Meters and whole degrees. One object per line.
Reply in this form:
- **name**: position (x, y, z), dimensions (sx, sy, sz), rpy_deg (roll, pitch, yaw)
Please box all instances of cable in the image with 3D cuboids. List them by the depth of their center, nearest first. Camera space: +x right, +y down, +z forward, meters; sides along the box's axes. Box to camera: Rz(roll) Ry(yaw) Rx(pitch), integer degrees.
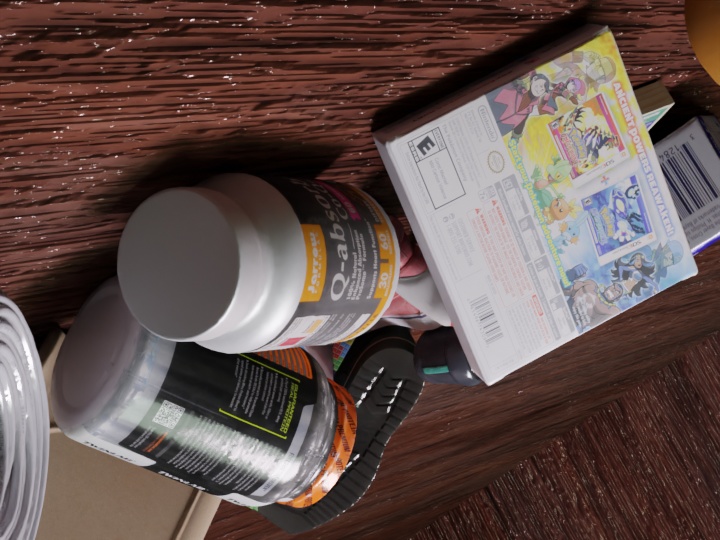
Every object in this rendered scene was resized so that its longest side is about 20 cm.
- **cable**: position (-0.241, 0.106, 0.965), dimensions (0.069, 0.201, 0.201), rpy_deg (0, -149, 5)

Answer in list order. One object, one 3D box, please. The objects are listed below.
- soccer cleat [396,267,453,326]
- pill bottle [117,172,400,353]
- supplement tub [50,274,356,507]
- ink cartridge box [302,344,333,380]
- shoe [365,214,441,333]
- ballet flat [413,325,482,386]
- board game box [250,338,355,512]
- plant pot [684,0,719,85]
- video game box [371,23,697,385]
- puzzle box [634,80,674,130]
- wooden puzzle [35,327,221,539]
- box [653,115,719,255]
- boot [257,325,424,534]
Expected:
- **soccer cleat**: position (0.090, -0.057, 1.234), dimensions (0.069, 0.085, 0.201), rpy_deg (11, 102, -87)
- **pill bottle**: position (-0.065, -0.005, 1.090), dimensions (0.116, 0.117, 0.200), rpy_deg (-36, 165, 24)
- **supplement tub**: position (-0.107, 0.091, 1.162), dimensions (0.199, 0.123, 0.122), rpy_deg (27, 130, -32)
- **ink cartridge box**: position (-0.122, 0.107, 1.368), dimensions (0.199, 0.067, 0.116), rpy_deg (-31, -164, 7)
- **shoe**: position (0.000, 0.000, 1.344), dimensions (0.072, 0.091, 0.200), rpy_deg (-55, -156, -21)
- **ballet flat**: position (0.088, 0.047, 1.361), dimensions (0.073, 0.073, 0.200), rpy_deg (-36, -177, 24)
- **board game box**: position (-0.052, 0.134, 1.546), dimensions (0.166, 0.056, 0.200), rpy_deg (-63, 178, -22)
- **plant pot**: position (0.311, -0.190, 1.081), dimensions (0.199, 0.202, 0.183), rpy_deg (-24, -179, -18)
- **video game box**: position (0.127, -0.048, 1.178), dimensions (0.181, 0.201, 0.047), rpy_deg (-26, -161, -6)
- **puzzle box**: position (0.161, -0.094, 1.404), dimensions (0.199, 0.026, 0.133), rpy_deg (-21, 163, -31)
- **wooden puzzle**: position (-0.195, 0.170, 1.173), dimensions (0.037, 0.200, 0.186), rpy_deg (-17, -144, 40)
- **box**: position (0.276, -0.053, 1.550), dimensions (0.183, 0.105, 0.200), rpy_deg (-33, 175, 18)
- **boot**: position (-0.011, 0.121, 1.415), dimensions (0.200, 0.077, 0.139), rpy_deg (-49, -166, 17)
